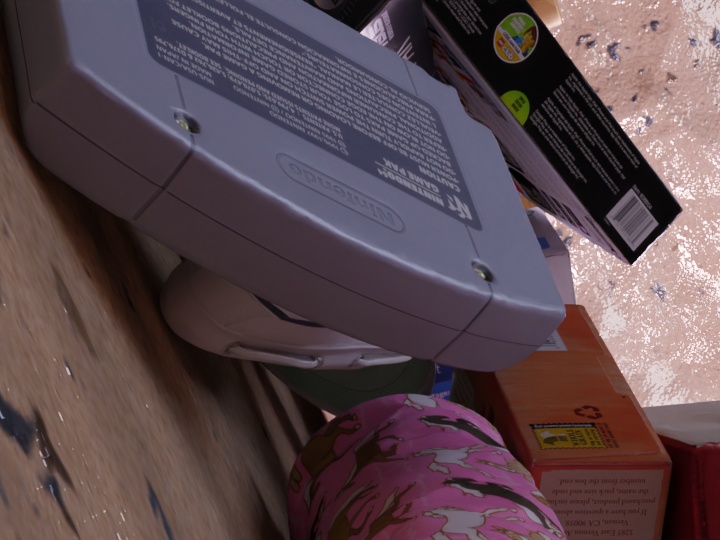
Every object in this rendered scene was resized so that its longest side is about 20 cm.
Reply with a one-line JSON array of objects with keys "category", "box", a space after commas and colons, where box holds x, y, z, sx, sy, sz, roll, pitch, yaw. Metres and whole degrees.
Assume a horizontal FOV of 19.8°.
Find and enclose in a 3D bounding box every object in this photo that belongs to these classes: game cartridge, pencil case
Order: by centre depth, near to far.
[{"category": "game cartridge", "box": [-0.025, -0.042, 0.647, 0.199, 0.042, 0.134, 26, 35, -34]}, {"category": "pencil case", "box": [0.020, 0.097, 0.652, 0.200, 0.086, 0.084, -105, -155, -80]}]

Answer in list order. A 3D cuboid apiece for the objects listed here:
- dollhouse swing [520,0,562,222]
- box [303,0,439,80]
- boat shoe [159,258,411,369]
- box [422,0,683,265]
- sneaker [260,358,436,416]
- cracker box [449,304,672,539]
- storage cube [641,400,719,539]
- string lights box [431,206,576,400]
[{"category": "dollhouse swing", "box": [-0.009, -0.114, 0.983, 0.182, 0.198, 0.177, 63, 15, -48]}, {"category": "box", "box": [-0.056, -0.141, 0.812, 0.200, 0.044, 0.160, 43, -4, 11]}, {"category": "boat shoe", "box": [0.000, 0.000, 0.752, 0.199, 0.065, 0.074, 9, 54, -57]}, {"category": "box", "box": [0.045, -0.092, 0.850, 0.200, 0.035, 0.110, 47, -5, -36]}, {"category": "sneaker", "box": [-0.037, -0.024, 0.803, 0.201, 0.073, 0.118, 56, -5, 1]}, {"category": "cracker box", "box": [0.066, 0.131, 0.817, 0.134, 0.057, 0.202, -111, -157, -65]}, {"category": "storage cube", "box": [0.192, 0.142, 0.808, 0.171, 0.198, 0.182, 178, -94, -81]}, {"category": "string lights box", "box": [0.054, 0.082, 0.940, 0.059, 0.102, 0.202, -110, -171, -67]}]
